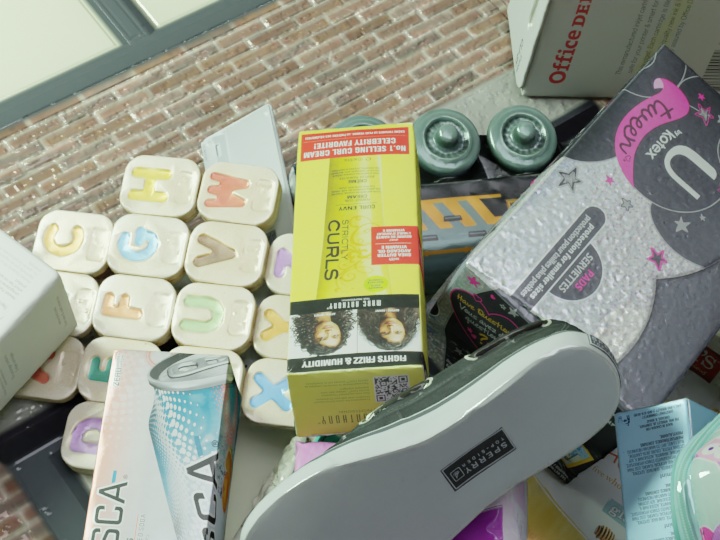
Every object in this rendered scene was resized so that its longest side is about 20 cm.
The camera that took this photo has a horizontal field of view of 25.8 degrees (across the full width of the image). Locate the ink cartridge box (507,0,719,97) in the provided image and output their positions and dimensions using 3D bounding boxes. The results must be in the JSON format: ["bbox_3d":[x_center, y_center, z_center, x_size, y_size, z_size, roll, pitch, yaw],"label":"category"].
[{"bbox_3d":[0.212,-0.195,1.081,0.197,0.146,0.084,0,55,-9],"label":"ink cartridge box"}]

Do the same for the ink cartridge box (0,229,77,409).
[{"bbox_3d":[-0.268,0.057,0.872,0.115,0.068,0.200,34,66,16],"label":"ink cartridge box"}]

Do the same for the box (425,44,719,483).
[{"bbox_3d":[0.145,-0.006,0.895,0.132,0.115,0.200,42,62,5],"label":"box"}]

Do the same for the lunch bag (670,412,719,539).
[{"bbox_3d":[0.223,0.153,0.736,0.160,0.076,0.202,-29,100,-55],"label":"lunch bag"}]

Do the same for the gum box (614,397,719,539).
[{"bbox_3d":[0.193,0.182,0.791,0.044,0.169,0.203,-16,65,33],"label":"gum box"}]

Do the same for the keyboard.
[{"bbox_3d":[-0.061,-0.009,0.970,0.056,0.011,0.202,-23,60,18],"label":"keyboard"}]

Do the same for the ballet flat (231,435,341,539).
[{"bbox_3d":[-0.048,0.175,0.845,0.071,0.072,0.202,8,54,-4],"label":"ballet flat"}]

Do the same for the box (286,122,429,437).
[{"bbox_3d":[0.000,0.000,0.863,0.074,0.051,0.201,-3,41,4],"label":"box"}]

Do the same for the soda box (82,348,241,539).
[{"bbox_3d":[-0.108,0.146,0.829,0.067,0.064,0.202,3,65,4],"label":"soda box"}]

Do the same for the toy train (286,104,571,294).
[{"bbox_3d":[0.055,-0.037,0.993,0.197,0.085,0.115,-5,67,-12],"label":"toy train"}]

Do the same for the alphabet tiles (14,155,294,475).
[{"bbox_3d":[-0.109,0.026,0.928,0.193,0.015,0.202,6,68,8],"label":"alphabet tiles"}]

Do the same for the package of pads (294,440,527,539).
[{"bbox_3d":[0.026,0.177,0.771,0.119,0.076,0.202,-7,56,11],"label":"package of pads"}]

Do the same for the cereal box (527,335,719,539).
[{"bbox_3d":[0.185,0.128,0.925,0.143,0.040,0.200,35,59,14],"label":"cereal box"}]

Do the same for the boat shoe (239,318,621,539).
[{"bbox_3d":[0.032,0.089,0.751,0.198,0.069,0.057,-29,21,0],"label":"boat shoe"}]
